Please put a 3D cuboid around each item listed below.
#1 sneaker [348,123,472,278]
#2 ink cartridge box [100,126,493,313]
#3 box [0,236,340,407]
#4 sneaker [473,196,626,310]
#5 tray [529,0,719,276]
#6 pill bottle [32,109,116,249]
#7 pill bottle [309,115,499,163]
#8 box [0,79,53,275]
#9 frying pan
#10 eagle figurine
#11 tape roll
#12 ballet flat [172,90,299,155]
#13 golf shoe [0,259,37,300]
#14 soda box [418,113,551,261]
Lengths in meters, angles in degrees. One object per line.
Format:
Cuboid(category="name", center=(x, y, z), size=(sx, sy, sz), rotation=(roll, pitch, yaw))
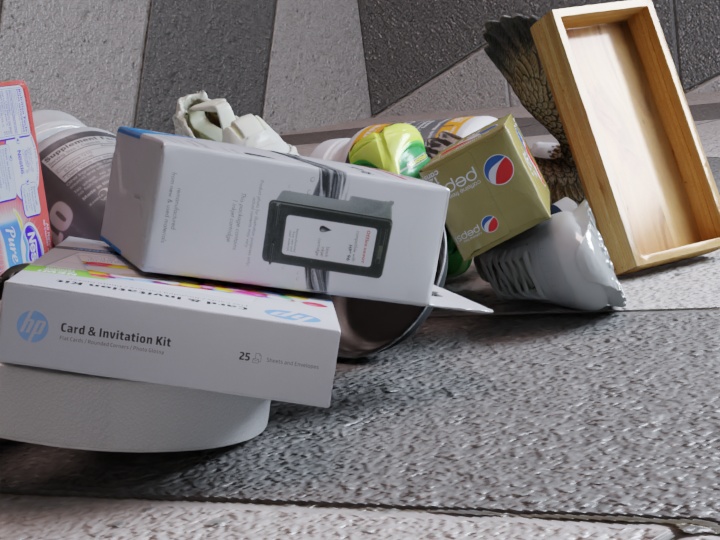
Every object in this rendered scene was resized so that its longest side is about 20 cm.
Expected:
Cuboid(category="sneaker", center=(0.041, -0.032, 1.054), size=(0.074, 0.084, 0.200), rotation=(-21, -27, 11))
Cuboid(category="ink cartridge box", center=(-0.031, -0.028, 0.775), size=(0.199, 0.068, 0.116), rotation=(8, 7, -23))
Cuboid(category="box", center=(-0.093, 0.022, 0.730), size=(0.155, 0.041, 0.200), rotation=(9, 7, -4))
Cuboid(category="sneaker", center=(0.126, -0.003, 0.959), size=(0.080, 0.077, 0.200), rotation=(-17, 3, 0))
Cuboid(category="tray", center=(0.205, -0.103, 1.066), size=(0.098, 0.201, 0.037), rotation=(-12, -11, -29))
Cuboid(category="pill bottle", center=(-0.185, -0.033, 1.009), size=(0.113, 0.114, 0.200), rotation=(-14, 36, -37))
Cuboid(category="pill bottle", center=(0.049, -0.084, 1.351), size=(0.199, 0.117, 0.116), rotation=(0, 12, 39))
Cuboid(category="box", center=(-0.266, -0.018, 0.919), size=(0.094, 0.201, 0.103), rotation=(-4, 10, 22))
Cuboid(category="frying pan", center=(-0.014, 0.002, 0.926), size=(0.189, 0.115, 0.031), rotation=(7, -20, 47))
Cuboid(category="eagle figurine", center=(0.164, -0.094, 1.155), size=(0.199, 0.153, 0.151), rotation=(24, -32, -31))
Cuboid(category="tape roll", center=(-0.145, 0.052, 0.744), size=(0.201, 0.037, 0.203), rotation=(9, 6, -1))
Cuboid(category="ballet flat", center=(-0.097, -0.093, 1.078), size=(0.071, 0.072, 0.200), rotation=(-12, 24, -28))
Cuboid(category="golf shoe", center=(-0.127, 0.014, 0.888), size=(0.199, 0.077, 0.088), rotation=(5, 45, -3))
Cuboid(category="soda box", center=(0.090, -0.062, 0.975), size=(0.064, 0.068, 0.200), rotation=(-27, 4, 11))
